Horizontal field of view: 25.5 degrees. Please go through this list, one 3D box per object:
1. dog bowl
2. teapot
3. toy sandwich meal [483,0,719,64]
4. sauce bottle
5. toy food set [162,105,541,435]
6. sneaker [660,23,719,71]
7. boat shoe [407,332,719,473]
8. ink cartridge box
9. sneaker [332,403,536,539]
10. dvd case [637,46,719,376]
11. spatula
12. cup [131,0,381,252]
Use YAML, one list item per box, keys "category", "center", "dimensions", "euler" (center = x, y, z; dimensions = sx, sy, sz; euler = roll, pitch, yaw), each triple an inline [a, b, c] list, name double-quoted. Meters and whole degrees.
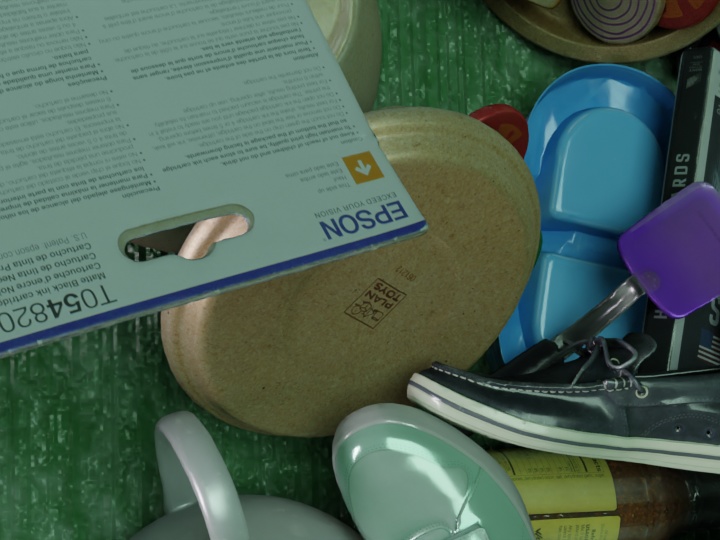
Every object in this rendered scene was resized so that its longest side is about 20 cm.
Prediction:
- category: "dog bowl"
  center: [0.124, -0.011, 0.881]
  dimensions: [0.110, 0.050, 0.202]
  euler: [12, 80, -17]
- category: "teapot"
  center: [-0.046, 0.196, 0.750]
  dimensions: [0.199, 0.146, 0.199]
  euler: [27, 76, -13]
- category: "toy sandwich meal"
  center: [0.116, -0.197, 0.836]
  dimensions: [0.206, 0.204, 0.070]
  euler: [53, 34, -6]
- category: "sauce bottle"
  center: [0.120, 0.127, 0.856]
  dimensions: [0.198, 0.066, 0.067]
  euler: [2, 83, -19]
- category: "toy food set"
  center: [0.000, 0.000, 0.757]
  dimensions: [0.198, 0.049, 0.199]
  euler: [12, 122, -36]
- category: "sneaker"
  center: [0.254, -0.154, 0.931]
  dimensions: [0.198, 0.071, 0.099]
  euler: [8, 74, -14]
- category: "boat shoe"
  center: [0.119, 0.060, 0.774]
  dimensions: [0.198, 0.075, 0.063]
  euler: [7, 90, -10]
- category: "ink cartridge box"
  center: [-0.100, -0.066, 0.618]
  dimensions: [0.198, 0.041, 0.201]
  euler: [-15, 67, -29]
- category: "sneaker"
  center: [0.047, 0.159, 0.714]
  dimensions: [0.073, 0.118, 0.201]
  euler: [-31, 99, 20]
- category: "dvd case"
  center: [0.211, -0.003, 0.887]
  dimensions: [0.150, 0.025, 0.202]
  euler: [21, 75, -45]
- category: "spatula"
  center: [0.113, 0.032, 0.819]
  dimensions: [0.199, 0.021, 0.057]
  euler: [-38, 74, 5]
- category: "cup"
  center: [-0.068, -0.117, 0.780]
  dimensions: [0.198, 0.143, 0.203]
  euler: [2, 83, -19]
